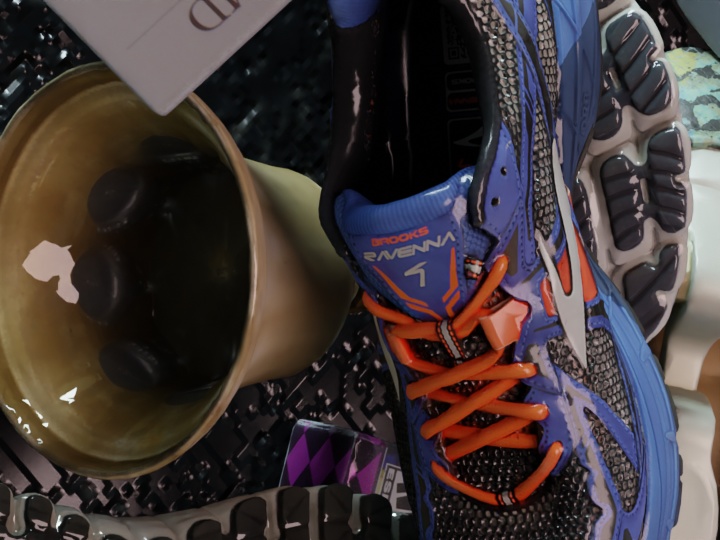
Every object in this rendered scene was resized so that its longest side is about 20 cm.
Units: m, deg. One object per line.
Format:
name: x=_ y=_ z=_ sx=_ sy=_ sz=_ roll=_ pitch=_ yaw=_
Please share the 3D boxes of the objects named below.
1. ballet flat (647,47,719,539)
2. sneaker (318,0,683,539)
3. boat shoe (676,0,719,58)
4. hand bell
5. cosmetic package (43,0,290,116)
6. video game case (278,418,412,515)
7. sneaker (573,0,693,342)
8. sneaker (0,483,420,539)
ballet flat: x=0.090 y=0.031 z=0.816 sx=0.074 sy=0.074 sz=0.201 roll=15 pitch=77 yaw=-36
sneaker: x=0.023 y=0.002 z=0.722 sx=0.078 sy=0.075 sz=0.201 roll=-3 pitch=80 yaw=-61
boat shoe: x=0.110 y=-0.149 z=0.862 sx=0.066 sy=0.070 sz=0.201 roll=-12 pitch=75 yaw=-44
hand bell: x=0.000 y=0.000 z=0.814 sx=0.200 sy=0.104 sz=0.105 roll=0 pitch=93 yaw=-50
cosmetic package: x=-0.078 y=-0.146 z=0.685 sx=0.101 sy=0.071 sz=0.200 roll=-41 pitch=104 yaw=16
video game case: x=0.033 y=0.162 z=0.862 sx=0.181 sy=0.036 sz=0.201 roll=21 pitch=81 yaw=-36
sneaker: x=0.044 y=-0.070 z=0.803 sx=0.080 sy=0.077 sz=0.201 roll=15 pitch=57 yaw=-71
sneaker: x=-0.054 y=0.098 z=0.763 sx=0.199 sy=0.090 sz=0.079 roll=13 pitch=66 yaw=-25
